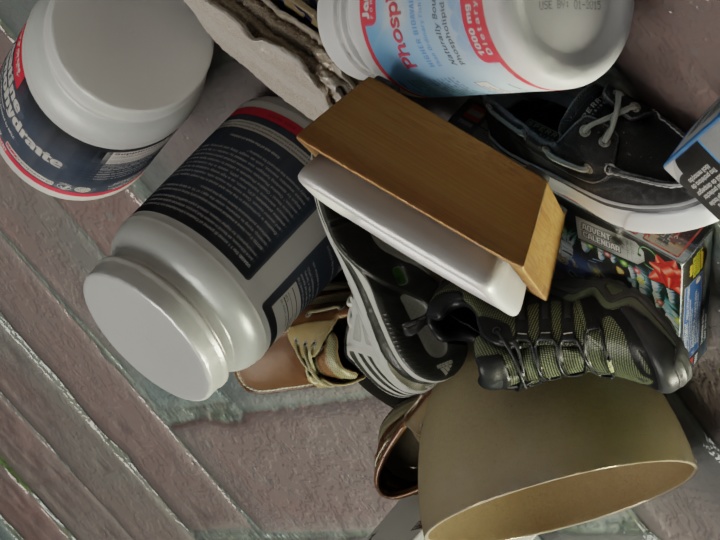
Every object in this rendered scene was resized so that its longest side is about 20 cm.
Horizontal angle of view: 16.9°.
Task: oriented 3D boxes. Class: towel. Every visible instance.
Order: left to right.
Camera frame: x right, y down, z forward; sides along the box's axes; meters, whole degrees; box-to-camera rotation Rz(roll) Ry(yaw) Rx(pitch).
[{"bbox_3d":[-0.060,-0.149,1.638,0.200,0.035,0.133,39,173,33],"label":"towel"}]

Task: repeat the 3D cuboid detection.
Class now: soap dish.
[{"bbox_3d":[0.051,-0.044,1.501,0.157,0.082,0.200,31,179,10],"label":"soap dish"}]

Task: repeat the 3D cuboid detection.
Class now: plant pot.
[{"bbox_3d":[0.126,0.103,1.716,0.200,0.199,0.135,130,129,-65],"label":"plant pot"}]

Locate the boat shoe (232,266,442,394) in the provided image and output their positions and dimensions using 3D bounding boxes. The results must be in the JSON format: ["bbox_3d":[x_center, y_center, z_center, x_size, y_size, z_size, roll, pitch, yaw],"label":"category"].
[{"bbox_3d":[-0.017,0.051,1.844,0.199,0.074,0.076,-23,112,29],"label":"boat shoe"}]

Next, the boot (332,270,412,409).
[{"bbox_3d":[-0.001,0.037,1.930,0.200,0.074,0.075,42,-175,-9],"label":"boot"}]

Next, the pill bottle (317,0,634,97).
[{"bbox_3d":[0.063,-0.160,1.459,0.199,0.109,0.109,1,133,54],"label":"pill bottle"}]

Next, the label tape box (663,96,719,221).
[{"bbox_3d":[0.287,-0.036,1.377,0.200,0.066,0.143,45,155,1],"label":"label tape box"}]

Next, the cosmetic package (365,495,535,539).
[{"bbox_3d":[0.074,0.206,1.900,0.081,0.200,0.113,46,152,-10],"label":"cosmetic package"}]

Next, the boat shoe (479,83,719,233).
[{"bbox_3d":[0.151,-0.083,1.502,0.200,0.072,0.068,27,153,45],"label":"boat shoe"}]

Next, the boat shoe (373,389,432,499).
[{"bbox_3d":[0.073,0.115,1.854,0.075,0.072,0.200,33,133,-6],"label":"boat shoe"}]

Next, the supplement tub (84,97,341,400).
[{"bbox_3d":[-0.093,-0.017,1.778,0.140,0.200,0.141,33,153,20],"label":"supplement tub"}]

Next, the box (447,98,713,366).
[{"bbox_3d":[0.144,-0.019,1.636,0.199,0.040,0.137,30,151,26],"label":"box"}]

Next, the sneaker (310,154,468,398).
[{"bbox_3d":[0.000,0.000,1.717,0.202,0.075,0.115,69,153,11],"label":"sneaker"}]

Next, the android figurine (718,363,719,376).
[{"bbox_3d":[0.321,0.087,1.542,0.200,0.041,0.182,0,131,56],"label":"android figurine"}]

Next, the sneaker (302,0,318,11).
[{"bbox_3d":[-0.039,-0.219,1.556,0.088,0.075,0.201,17,142,48],"label":"sneaker"}]

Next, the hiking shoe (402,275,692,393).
[{"bbox_3d":[0.126,0.052,1.607,0.199,0.101,0.076,23,150,38],"label":"hiking shoe"}]

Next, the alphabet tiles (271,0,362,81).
[{"bbox_3d":[-0.023,-0.143,1.643,0.166,0.006,0.200,38,173,35],"label":"alphabet tiles"}]

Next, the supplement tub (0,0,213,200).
[{"bbox_3d":[-0.196,-0.144,1.818,0.140,0.140,0.200,44,155,-3],"label":"supplement tub"}]
